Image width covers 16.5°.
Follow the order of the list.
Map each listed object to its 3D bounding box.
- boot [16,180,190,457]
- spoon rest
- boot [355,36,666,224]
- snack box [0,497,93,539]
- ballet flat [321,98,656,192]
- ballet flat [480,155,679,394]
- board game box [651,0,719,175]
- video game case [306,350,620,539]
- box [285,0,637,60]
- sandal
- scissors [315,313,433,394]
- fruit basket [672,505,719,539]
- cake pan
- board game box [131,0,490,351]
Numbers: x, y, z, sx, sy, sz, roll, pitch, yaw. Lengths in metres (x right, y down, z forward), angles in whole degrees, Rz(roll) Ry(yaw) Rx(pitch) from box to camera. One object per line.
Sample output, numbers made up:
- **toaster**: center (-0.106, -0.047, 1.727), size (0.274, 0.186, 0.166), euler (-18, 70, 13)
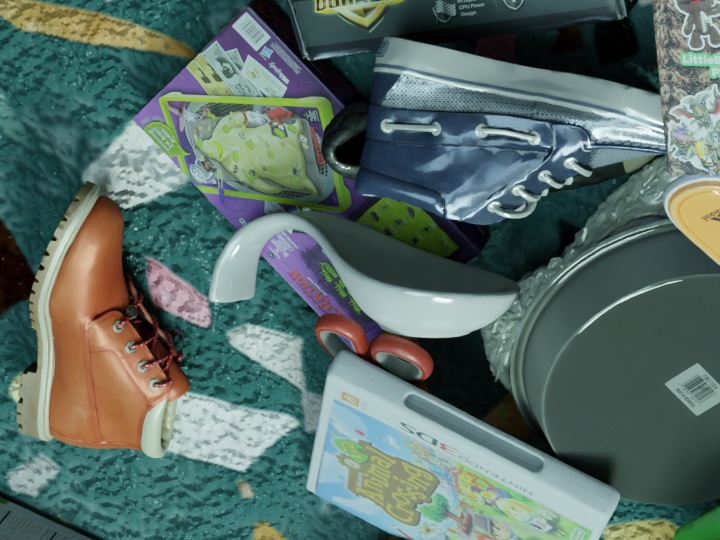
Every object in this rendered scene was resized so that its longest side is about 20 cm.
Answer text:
- **boot**: center (-0.153, 0.034, 1.568), size (0.107, 0.075, 0.201), euler (17, 130, 10)
- **spoon rest**: center (0.000, 0.000, 1.444), size (0.199, 0.099, 0.061), euler (7, 99, 34)
- **boot**: center (0.098, -0.064, 1.356), size (0.199, 0.073, 0.091), euler (13, 93, 12)
- **snack box**: center (-0.255, 0.256, 1.736), size (0.142, 0.053, 0.201), euler (24, 124, 10)
- **ballet flat**: center (0.076, -0.069, 1.408), size (0.198, 0.057, 0.067), euler (-4, 109, 9)
- **ballet flat**: center (0.144, 0.009, 1.428), size (0.072, 0.072, 0.200), euler (44, 125, -4)
- **board game box**: center (0.208, -0.169, 1.249), size (0.096, 0.160, 0.201), euler (1, 118, 21)
- **video game case**: center (0.056, 0.133, 1.499), size (0.181, 0.022, 0.200), euler (27, 156, 7)
- **box**: center (0.043, -0.206, 1.365), size (0.199, 0.046, 0.160), euler (-4, 115, 25)
- **sandal**: center (0.232, 0.019, 1.300), size (0.206, 0.060, 0.079), euler (30, 144, -27)
- **scissors**: center (0.029, 0.075, 1.484), size (0.073, 0.014, 0.200), euler (13, 160, 24)
- **fruit basket**: center (0.282, 0.224, 1.407), size (0.214, 0.156, 0.216), euler (18, 146, 12)
- **cake pan**: center (0.185, 0.058, 1.405), size (0.199, 0.037, 0.201), euler (-3, 129, -4)
- **board game box**: center (-0.030, -0.056, 1.489), size (0.200, 0.032, 0.120), euler (47, 121, -6)
